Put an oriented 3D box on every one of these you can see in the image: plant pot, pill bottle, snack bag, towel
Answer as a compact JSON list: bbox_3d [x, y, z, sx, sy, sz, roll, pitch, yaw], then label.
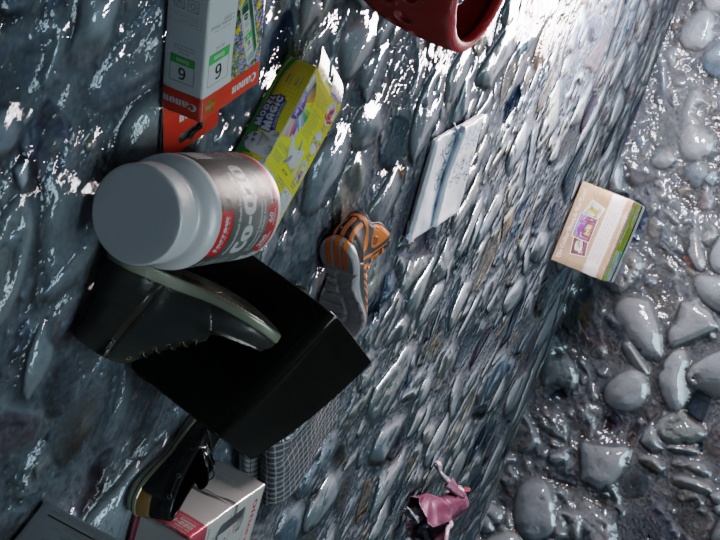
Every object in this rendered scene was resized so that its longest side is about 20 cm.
[{"bbox_3d":[-0.133,0.092,1.595,0.177,0.199,0.200,-52,160,-9],"label":"plant pot"},{"bbox_3d":[0.068,-0.363,1.597,0.200,0.182,0.200,-53,157,-35],"label":"plant pot"},{"bbox_3d":[-0.169,-0.059,1.412,0.200,0.114,0.114,-14,125,-68],"label":"pill bottle"},{"bbox_3d":[0.136,-0.149,2.302,0.200,0.021,0.189,-32,142,-60],"label":"snack bag"},{"bbox_3d":[-0.090,0.207,1.999,0.200,0.086,0.166,-53,158,-35],"label":"towel"}]

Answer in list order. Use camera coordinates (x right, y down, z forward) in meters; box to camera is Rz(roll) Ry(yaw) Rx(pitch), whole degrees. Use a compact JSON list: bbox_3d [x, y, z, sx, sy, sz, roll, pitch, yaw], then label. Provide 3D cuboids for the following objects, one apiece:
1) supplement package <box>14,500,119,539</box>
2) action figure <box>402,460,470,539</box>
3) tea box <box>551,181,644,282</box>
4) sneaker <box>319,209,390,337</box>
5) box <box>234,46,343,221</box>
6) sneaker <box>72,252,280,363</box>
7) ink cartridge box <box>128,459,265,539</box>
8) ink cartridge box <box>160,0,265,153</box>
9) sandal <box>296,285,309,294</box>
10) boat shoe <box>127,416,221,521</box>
[{"bbox_3d":[-0.330,0.360,1.468,0.200,0.114,0.110,-53,157,-32],"label":"supplement package"},{"bbox_3d":[0.180,0.498,3.023,0.200,0.149,0.134,-22,128,-46],"label":"action figure"},{"bbox_3d":[0.557,-0.088,3.368,0.200,0.134,0.197,-69,161,6],"label":"tea box"},{"bbox_3d":[0.000,0.000,2.012,0.112,0.078,0.200,-50,156,-38],"label":"sneaker"},{"bbox_3d":[-0.086,-0.154,1.640,0.200,0.048,0.117,-61,161,-11],"label":"box"},{"bbox_3d":[-0.186,0.058,1.453,0.106,0.200,0.075,-62,-159,6],"label":"sneaker"},{"bbox_3d":[-0.215,0.346,1.821,0.200,0.085,0.146,-30,139,-64],"label":"ink cartridge box"},{"bbox_3d":[-0.144,-0.202,1.411,0.109,0.050,0.200,-45,151,-49],"label":"ink cartridge box"},{"bbox_3d":[-0.115,0.092,1.837,0.200,0.055,0.082,-43,151,-50],"label":"sandal"},{"bbox_3d":[-0.205,0.234,1.750,0.200,0.062,0.075,-49,153,-46],"label":"boat shoe"}]
